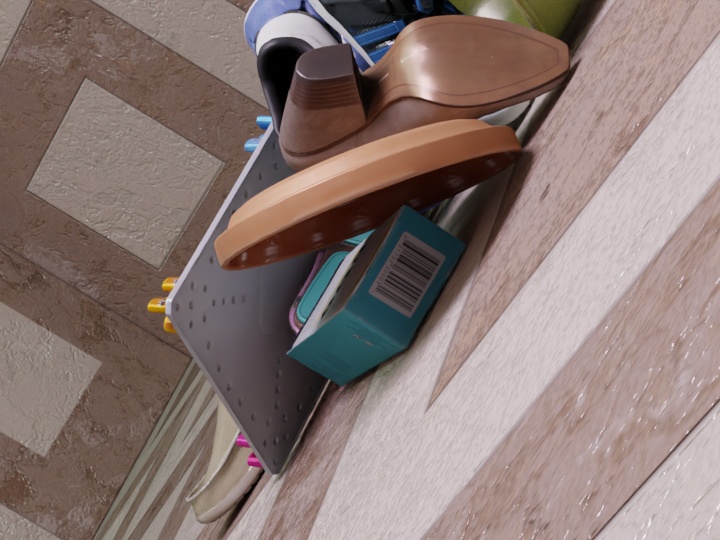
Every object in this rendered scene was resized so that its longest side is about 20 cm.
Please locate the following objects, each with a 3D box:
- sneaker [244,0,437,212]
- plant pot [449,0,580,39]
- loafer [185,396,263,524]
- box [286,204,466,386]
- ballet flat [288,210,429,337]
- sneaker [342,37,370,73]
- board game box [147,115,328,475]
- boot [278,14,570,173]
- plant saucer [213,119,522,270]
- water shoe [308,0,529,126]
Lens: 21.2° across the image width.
[{"bbox_3d":[-0.014,-0.105,1.384,0.081,0.199,0.115,-37,21,20],"label":"sneaker"},{"bbox_3d":[0.118,-0.270,1.305,0.190,0.200,0.200,-47,4,-5],"label":"plant pot"},{"bbox_3d":[-0.094,0.116,1.601,0.200,0.068,0.076,-59,5,-6],"label":"loafer"},{"bbox_3d":[0.007,0.021,1.287,0.082,0.049,0.200,-59,5,-15],"label":"box"},{"bbox_3d":[0.000,0.000,1.465,0.071,0.069,0.200,88,-157,-47],"label":"ballet flat"},{"bbox_3d":[0.057,-0.176,1.578,0.115,0.081,0.199,-37,-26,5],"label":"sneaker"},{"bbox_3d":[-0.069,0.017,1.438,0.200,0.026,0.200,-63,-38,-33],"label":"board game box"},{"bbox_3d":[0.043,-0.097,1.279,0.146,0.200,0.070,75,-161,-57],"label":"boot"},{"bbox_3d":[0.002,-0.050,1.192,0.200,0.032,0.200,-20,-5,-2],"label":"plant saucer"},{"bbox_3d":[0.032,-0.170,1.323,0.072,0.200,0.079,-46,-22,-17],"label":"water shoe"}]
